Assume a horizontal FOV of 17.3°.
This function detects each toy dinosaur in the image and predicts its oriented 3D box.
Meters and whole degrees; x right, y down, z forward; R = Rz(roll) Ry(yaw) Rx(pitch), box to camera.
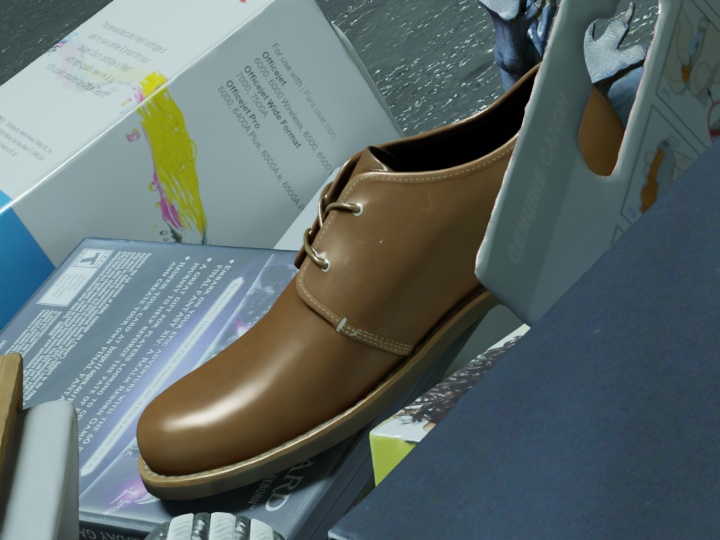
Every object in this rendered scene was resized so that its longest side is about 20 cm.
[{"bbox_3d":[0.078,-0.065,0.933,0.104,0.182,0.201,24,75,19],"label":"toy dinosaur"}]

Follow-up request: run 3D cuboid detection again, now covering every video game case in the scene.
[{"bbox_3d":[-0.065,0.043,0.852,0.199,0.019,0.143,5,43,37],"label":"video game case"}]

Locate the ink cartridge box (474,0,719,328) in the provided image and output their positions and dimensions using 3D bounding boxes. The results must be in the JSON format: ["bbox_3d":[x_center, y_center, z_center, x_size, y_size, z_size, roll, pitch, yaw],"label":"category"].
[{"bbox_3d":[0.095,0.001,0.619,0.047,0.200,0.161,-15,44,42],"label":"ink cartridge box"}]

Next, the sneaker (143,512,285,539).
[{"bbox_3d":[-0.051,0.184,0.722,0.075,0.116,0.201,10,66,0],"label":"sneaker"}]

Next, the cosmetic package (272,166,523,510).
[{"bbox_3d":[-0.006,0.041,0.911,0.101,0.071,0.200,-9,34,43],"label":"cosmetic package"}]

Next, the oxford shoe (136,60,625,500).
[{"bbox_3d":[0.000,0.000,0.780,0.199,0.071,0.071,-36,27,-1],"label":"oxford shoe"}]

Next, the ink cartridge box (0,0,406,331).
[{"bbox_3d":[-0.089,-0.024,1.042,0.200,0.145,0.147,-39,24,-10],"label":"ink cartridge box"}]

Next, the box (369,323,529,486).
[{"bbox_3d":[0.083,0.038,0.692,0.075,0.051,0.200,4,18,29],"label":"box"}]

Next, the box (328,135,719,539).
[{"bbox_3d":[0.131,0.072,0.518,0.198,0.201,0.123,-44,30,-22],"label":"box"}]

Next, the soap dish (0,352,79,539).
[{"bbox_3d":[-0.132,0.148,0.722,0.081,0.201,0.158,4,28,-3],"label":"soap dish"}]
